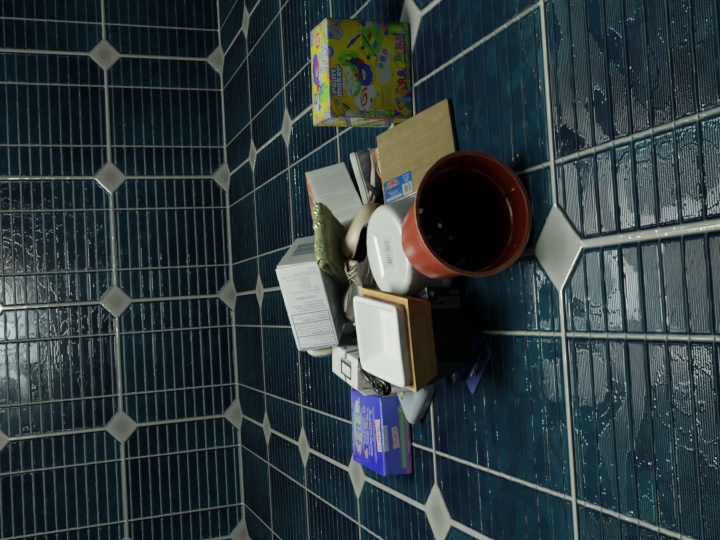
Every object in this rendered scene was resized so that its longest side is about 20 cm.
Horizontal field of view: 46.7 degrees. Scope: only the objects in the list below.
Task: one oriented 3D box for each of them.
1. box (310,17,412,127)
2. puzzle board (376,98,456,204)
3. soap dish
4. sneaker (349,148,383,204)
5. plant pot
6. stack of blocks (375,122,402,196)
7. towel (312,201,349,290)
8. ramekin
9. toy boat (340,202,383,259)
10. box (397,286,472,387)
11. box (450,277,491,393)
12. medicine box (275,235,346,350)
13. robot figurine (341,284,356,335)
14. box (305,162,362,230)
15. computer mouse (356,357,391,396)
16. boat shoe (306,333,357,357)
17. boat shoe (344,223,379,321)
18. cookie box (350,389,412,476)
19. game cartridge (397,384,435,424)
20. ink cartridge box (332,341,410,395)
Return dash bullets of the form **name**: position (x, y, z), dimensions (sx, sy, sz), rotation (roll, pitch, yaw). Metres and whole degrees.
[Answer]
- **box**: position (0.000, -0.417, 1.777), dimensions (0.122, 0.188, 0.206), rotation (-178, 86, -69)
- **puzzle board**: position (0.112, -0.228, 1.644), dimensions (0.198, 0.017, 0.155), rotation (-21, 71, 44)
- **soap dish**: position (0.062, 0.116, 1.492), dimensions (0.199, 0.079, 0.162), rotation (-168, 70, -66)
- **sneaker**: position (0.031, -0.198, 1.898), dimensions (0.201, 0.078, 0.080), rotation (74, 179, -56)
- **plant pot**: position (0.161, -0.075, 1.410), dimensions (0.195, 0.196, 0.206), rotation (140, 125, -75)
- **stack of blocks**: position (0.091, -0.190, 1.743), dimensions (0.115, 0.057, 0.205), rotation (130, 133, -62)
- **towel**: position (-0.059, -0.053, 1.821), dimensions (0.200, 0.036, 0.152), rotation (48, -146, -65)
- **ramekin**: position (0.089, -0.039, 1.588), dimensions (0.200, 0.096, 0.205), rotation (39, 134, 55)
- **toy boat**: position (0.039, -0.067, 1.827), dimensions (0.132, 0.129, 0.200), rotation (-59, -8, 11)
- **box**: position (0.127, 0.129, 1.569), dimensions (0.200, 0.077, 0.145), rotation (135, 134, -63)
- **box**: position (0.182, 0.118, 1.575), dimensions (0.202, 0.032, 0.123), rotation (-113, 29, -42)
- **medicine box**: position (-0.099, 0.046, 1.877), dimensions (0.183, 0.100, 0.205), rotation (-65, -35, -66)
- **robot figurine**: position (0.033, 0.071, 1.800), dimensions (0.199, 0.122, 0.154), rotation (153, 128, -66)
- **box**: position (-0.055, -0.133, 2.030), dimensions (0.154, 0.104, 0.202), rotation (83, 168, -47)
- **computer mouse**: position (0.039, 0.137, 1.646), dimensions (0.110, 0.043, 0.204), rotation (45, 133, 52)
- **boat shoe**: position (-0.032, 0.174, 1.933), dimensions (0.070, 0.197, 0.073), rotation (49, 146, 48)
- **boat shoe**: position (0.000, 0.000, 1.683), dimensions (0.074, 0.072, 0.205), rotation (-3, 69, 56)
- **cookie box**: position (0.045, 0.366, 1.912), dimensions (0.199, 0.073, 0.176), rotation (175, 93, -70)
- **game cartridge**: position (0.103, 0.208, 1.795), dimensions (0.202, 0.040, 0.135), rotation (-111, 31, -41)
- **ink cartridge box**: position (0.023, 0.207, 1.801), dimensions (0.199, 0.113, 0.070), rotation (-158, 67, -66)
